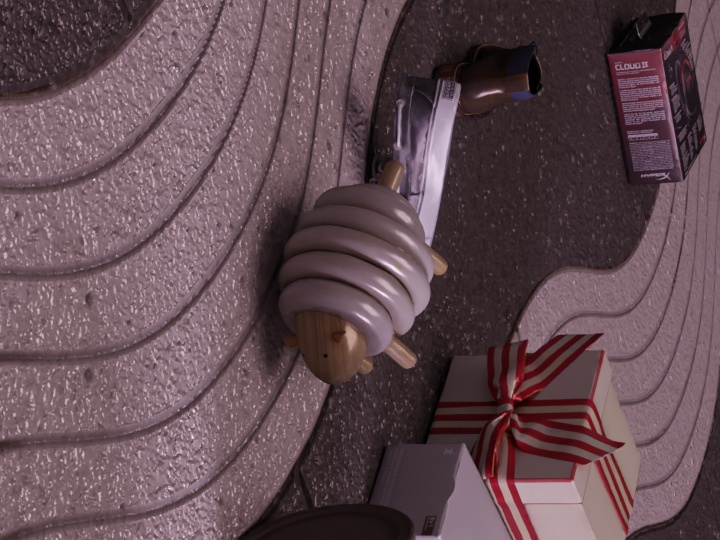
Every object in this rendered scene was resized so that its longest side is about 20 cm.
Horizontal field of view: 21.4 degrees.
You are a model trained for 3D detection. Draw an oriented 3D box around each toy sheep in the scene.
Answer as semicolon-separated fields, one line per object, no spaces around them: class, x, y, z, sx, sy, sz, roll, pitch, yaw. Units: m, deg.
toy sheep;0.000;0.000;1.539;0.138;0.136;0.202;55;44;-48

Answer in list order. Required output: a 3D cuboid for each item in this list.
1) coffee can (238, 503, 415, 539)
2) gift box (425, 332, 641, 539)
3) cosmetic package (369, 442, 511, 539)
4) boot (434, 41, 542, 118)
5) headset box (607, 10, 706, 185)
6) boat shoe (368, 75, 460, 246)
coffee can;-0.014;0.300;1.450;0.146;0.145;0.202;-37;120;-61
gift box;0.176;0.177;1.824;0.186;0.198;0.188;-75;148;-43
cosmetic package;0.079;0.258;1.731;0.201;0.089;0.107;62;35;-37
boot;0.154;-0.193;1.928;0.200;0.096;0.076;-33;117;-61
headset box;0.383;-0.232;2.450;0.149;0.074;0.202;-50;132;-56
boat shoe;0.041;-0.081;1.706;0.074;0.067;0.201;-76;176;-54
